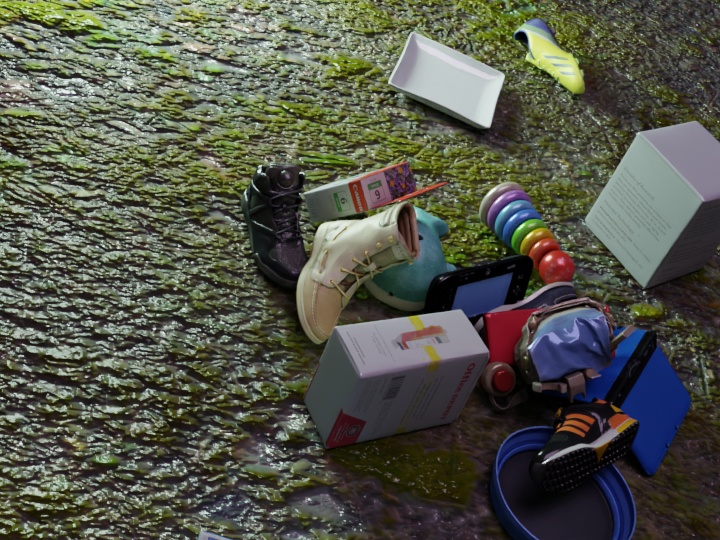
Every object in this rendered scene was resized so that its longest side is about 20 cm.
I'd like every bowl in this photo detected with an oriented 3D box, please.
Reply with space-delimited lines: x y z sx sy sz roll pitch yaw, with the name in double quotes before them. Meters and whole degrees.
"bowl" 0.257 0.294 1.487 0.198 0.040 0.202 14 42 -13

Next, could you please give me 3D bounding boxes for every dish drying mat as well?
"dish drying mat" 0.267 0.092 1.634 0.197 0.018 0.078 -2 78 -18

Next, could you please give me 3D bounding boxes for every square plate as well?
"square plate" 0.158 -0.343 2.105 0.198 0.029 0.199 24 41 -2

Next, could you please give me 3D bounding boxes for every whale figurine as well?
"whale figurine" 0.079 -0.035 1.687 0.157 0.104 0.201 27 43 3

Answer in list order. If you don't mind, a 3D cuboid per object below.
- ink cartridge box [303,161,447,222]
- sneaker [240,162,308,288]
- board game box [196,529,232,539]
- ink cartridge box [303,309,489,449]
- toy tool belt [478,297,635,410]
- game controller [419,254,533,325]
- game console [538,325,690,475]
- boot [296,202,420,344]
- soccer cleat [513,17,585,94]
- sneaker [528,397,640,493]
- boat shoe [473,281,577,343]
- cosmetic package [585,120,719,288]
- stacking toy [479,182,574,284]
"ink cartridge box" 0.020 -0.120 1.688 0.108 0.199 0.051 -23 98 -41
"sneaker" -0.113 -0.075 1.630 0.075 0.115 0.201 -1 49 -24
"board game box" -0.102 0.393 1.193 0.193 0.056 0.201 20 41 -7
"ink cartridge box" 0.045 0.136 1.465 0.197 0.146 0.084 -6 47 -31
"toy tool belt" 0.264 0.116 1.554 0.198 0.123 0.126 -25 97 -15
"game controller" 0.169 0.034 1.662 0.198 0.105 0.042 -14 49 -35
"game console" 0.372 0.181 1.677 0.169 0.120 0.200 9 32 31
"boot" 0.000 0.000 1.565 0.073 0.154 0.202 51 38 -35
"soccer cleat" 0.374 -0.414 2.276 0.083 0.065 0.202 -26 62 -8
"sneaker" 0.272 0.221 1.499 0.198 0.071 0.090 -16 40 -37
"boat shoe" 0.252 0.072 1.686 0.198 0.075 0.062 -18 54 -37
"cosmetic package" 0.516 -0.111 1.911 0.166 0.201 0.167 -14 53 -37
"stacking toy" 0.265 -0.050 1.787 0.084 0.086 0.201 -3 38 -29
